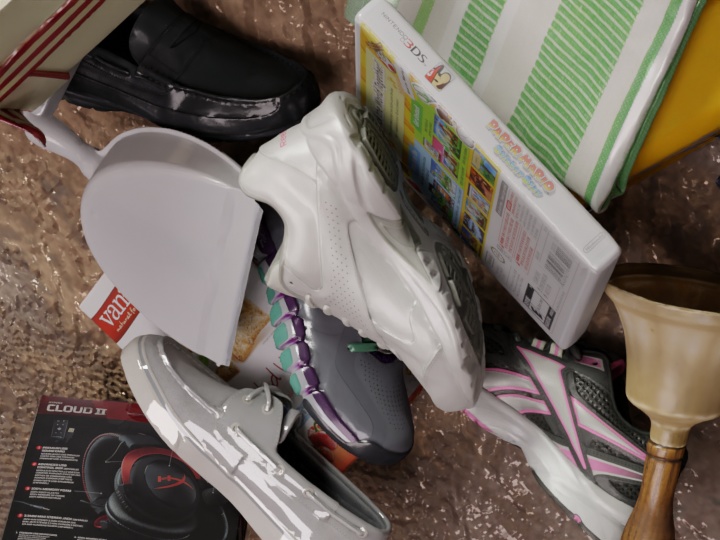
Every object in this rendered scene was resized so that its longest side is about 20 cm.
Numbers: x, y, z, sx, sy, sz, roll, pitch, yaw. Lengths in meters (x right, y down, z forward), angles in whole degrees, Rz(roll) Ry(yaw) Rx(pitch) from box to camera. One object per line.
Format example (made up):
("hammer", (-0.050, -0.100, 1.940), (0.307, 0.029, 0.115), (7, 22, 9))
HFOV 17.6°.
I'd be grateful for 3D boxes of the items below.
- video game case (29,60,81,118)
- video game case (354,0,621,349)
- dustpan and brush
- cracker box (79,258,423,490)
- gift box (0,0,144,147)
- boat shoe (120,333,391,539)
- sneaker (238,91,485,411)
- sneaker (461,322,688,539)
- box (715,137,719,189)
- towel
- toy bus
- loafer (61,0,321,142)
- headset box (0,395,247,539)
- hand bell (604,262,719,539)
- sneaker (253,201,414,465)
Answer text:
("video game case", (-0.233, -0.204, 1.398), (0.199, 0.018, 0.144), (34, 103, 16))
("video game case", (0.064, -0.048, 1.262), (0.182, 0.023, 0.200), (47, 172, 10))
("dustpan and brush", (-0.141, -0.046, 1.403), (0.199, 0.057, 0.140), (27, 132, 13))
("cracker box", (-0.066, 0.042, 1.468), (0.200, 0.058, 0.134), (44, 130, 2))
("gift box", (-0.209, -0.183, 1.284), (0.186, 0.184, 0.201), (-39, 76, 16))
("boat shoe", (-0.062, 0.106, 1.428), (0.068, 0.072, 0.200), (-43, 85, 20))
("sneaker", (0.000, 0.000, 1.314), (0.099, 0.078, 0.201), (-24, 107, 18))
("sneaker", (0.113, 0.071, 1.374), (0.200, 0.080, 0.086), (44, 94, 16))
("box", (0.273, -0.019, 1.238), (0.121, 0.032, 0.201), (-26, 101, 40))
("towel", (0.080, -0.141, 1.204), (0.200, 0.023, 0.153), (40, 128, 27))
("toy bus", (0.146, -0.083, 1.237), (0.199, 0.078, 0.065), (-30, 85, 40))
("loafer", (-0.115, -0.126, 1.388), (0.199, 0.068, 0.071), (15, 132, 28))
("headset box", (-0.147, 0.163, 1.496), (0.147, 0.201, 0.076), (5, 126, 0))
("hand bell", (0.169, 0.106, 1.290), (0.103, 0.104, 0.202), (13, 104, 24))
("sneaker", (-0.007, 0.012, 1.364), (0.087, 0.074, 0.201), (-41, 63, 34))
